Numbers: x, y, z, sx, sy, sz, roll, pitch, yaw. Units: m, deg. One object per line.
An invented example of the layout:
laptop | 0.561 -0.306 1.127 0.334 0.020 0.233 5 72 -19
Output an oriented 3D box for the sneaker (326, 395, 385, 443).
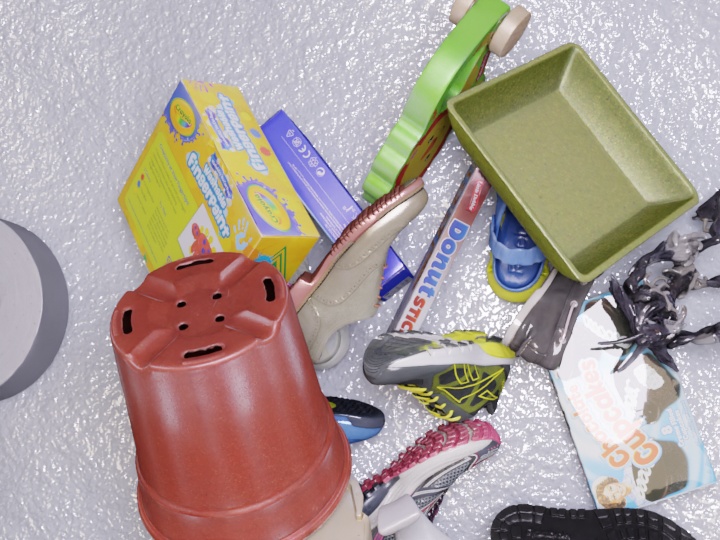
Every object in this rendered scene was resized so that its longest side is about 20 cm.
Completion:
sneaker | -0.072 0.169 0.995 0.197 0.066 0.080 -2 94 9

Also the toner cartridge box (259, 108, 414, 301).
toner cartridge box | -0.026 -0.063 0.997 0.043 0.095 0.201 -38 79 2

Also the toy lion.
toy lion | 0.069 -0.149 0.948 0.068 0.200 0.192 36 70 9

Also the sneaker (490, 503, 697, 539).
sneaker | 0.222 0.271 0.929 0.197 0.088 0.076 6 48 17

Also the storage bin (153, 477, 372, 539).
storage bin | -0.078 0.303 0.915 0.196 0.094 0.203 -4 114 7

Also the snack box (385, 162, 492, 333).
snack box | 0.074 -0.009 0.966 0.024 0.072 0.202 26 99 -1

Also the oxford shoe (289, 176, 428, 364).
oxford shoe | 0.000 0.000 0.910 0.074 0.071 0.200 43 106 -4

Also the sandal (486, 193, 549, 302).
sandal | 0.162 -0.073 0.976 0.078 0.087 0.203 0 81 10

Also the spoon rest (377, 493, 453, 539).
spoon rest | 0.067 0.277 0.924 0.098 0.061 0.201 -25 122 2

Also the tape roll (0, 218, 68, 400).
tape roll | -0.416 0.040 1.057 0.197 0.066 0.203 -1 83 7

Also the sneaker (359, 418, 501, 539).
sneaker | 0.055 0.216 0.965 0.199 0.081 0.075 -38 94 10

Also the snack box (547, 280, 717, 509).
snack box | 0.252 0.124 0.962 0.115 0.037 0.202 -20 81 6

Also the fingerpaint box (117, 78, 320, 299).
fingerpaint box | -0.142 -0.052 0.959 0.167 0.073 0.201 -53 54 34

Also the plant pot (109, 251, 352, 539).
plant pot | -0.116 0.105 0.845 0.198 0.202 0.197 -3 126 8

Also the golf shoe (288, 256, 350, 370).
golf shoe | -0.083 0.008 0.999 0.075 0.092 0.201 -39 78 4

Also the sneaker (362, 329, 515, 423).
sneaker | 0.079 0.103 0.922 0.074 0.198 0.086 12 97 46

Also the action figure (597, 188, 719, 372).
action figure | 0.306 0.012 0.910 0.200 0.102 0.119 -45 100 -18

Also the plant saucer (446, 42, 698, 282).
plant saucer | 0.191 -0.097 0.923 0.199 0.048 0.201 -29 78 -35

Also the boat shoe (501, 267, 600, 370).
boat shoe | 0.205 0.014 0.945 0.057 0.067 0.200 35 62 10
